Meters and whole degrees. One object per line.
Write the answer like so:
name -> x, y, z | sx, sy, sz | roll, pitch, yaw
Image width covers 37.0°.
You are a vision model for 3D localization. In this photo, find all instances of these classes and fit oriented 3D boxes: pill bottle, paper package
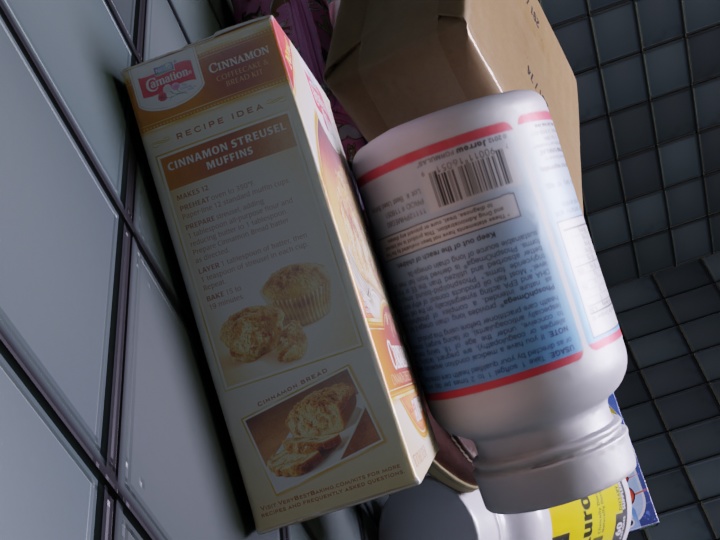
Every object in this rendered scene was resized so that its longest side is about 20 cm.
pill bottle -> 0.103, 0.177, 0.768 | 0.199, 0.111, 0.112 | 3, 66, -51
pill bottle -> 0.074, 0.017, 0.563 | 0.109, 0.108, 0.201 | -5, 78, -84
paper package -> 0.075, -0.135, 0.763 | 0.200, 0.103, 0.191 | 51, 33, -37

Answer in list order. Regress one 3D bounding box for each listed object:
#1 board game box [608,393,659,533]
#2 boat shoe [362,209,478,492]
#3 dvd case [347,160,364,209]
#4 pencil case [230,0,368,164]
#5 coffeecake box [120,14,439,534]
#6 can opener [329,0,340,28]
board game box -> 0.141, 0.184, 0.938 | 0.034, 0.199, 0.136 | 56, 16, -69
boat shoe -> 0.044, 0.048, 0.647 | 0.201, 0.072, 0.072 | 60, 28, -17
dvd case -> 0.000, 0.000, 0.698 | 0.200, 0.016, 0.150 | 31, 47, -52
pencil case -> -0.046, -0.148, 0.782 | 0.083, 0.086, 0.201 | 34, 32, -45
coffeecake box -> -0.029, 0.005, 0.509 | 0.154, 0.073, 0.201 | 28, 44, -82
can opener -> -0.005, -0.118, 0.842 | 0.067, 0.053, 0.202 | -138, -127, -81
